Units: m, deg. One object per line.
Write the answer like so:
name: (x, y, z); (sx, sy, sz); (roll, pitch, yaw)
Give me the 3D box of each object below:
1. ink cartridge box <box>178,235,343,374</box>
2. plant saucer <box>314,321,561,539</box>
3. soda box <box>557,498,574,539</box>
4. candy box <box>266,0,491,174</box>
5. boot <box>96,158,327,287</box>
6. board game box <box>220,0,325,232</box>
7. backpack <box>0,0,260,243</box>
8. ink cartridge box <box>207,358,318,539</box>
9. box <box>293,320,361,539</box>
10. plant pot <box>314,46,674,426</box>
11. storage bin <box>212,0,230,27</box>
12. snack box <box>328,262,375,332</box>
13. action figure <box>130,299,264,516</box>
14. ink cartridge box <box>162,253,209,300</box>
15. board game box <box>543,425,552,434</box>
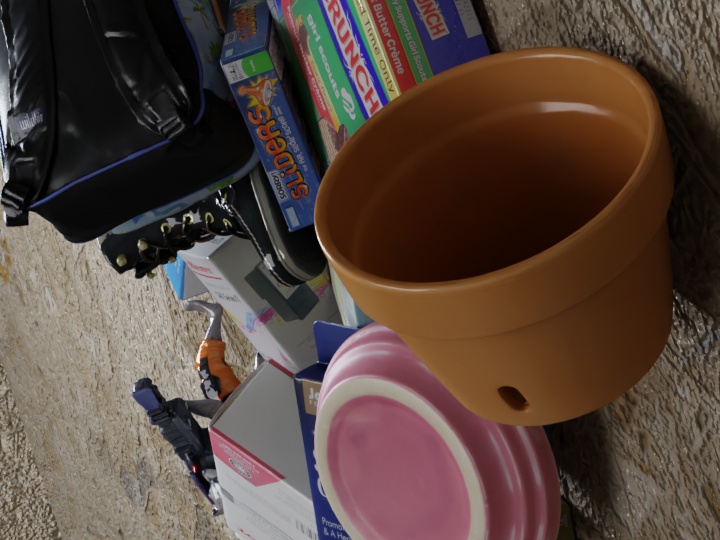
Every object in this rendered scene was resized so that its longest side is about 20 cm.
ink cartridge box: (-0.078, 0.009, 1.838); (0.200, 0.067, 0.117); (52, 168, -14)
plant saucer: (0.040, 0.131, 1.513); (0.200, 0.051, 0.201); (23, 126, 36)
soda box: (0.081, 0.167, 1.651); (0.200, 0.064, 0.068); (37, 142, 59)
candy box: (0.014, -0.145, 1.522); (0.200, 0.077, 0.170); (147, 104, -71)
boot: (-0.115, -0.031, 1.719); (0.073, 0.154, 0.204); (34, -156, -46)
board game box: (-0.057, -0.128, 1.660); (0.200, 0.034, 0.136); (-90, -20, -68)
backpack: (-0.175, -0.135, 1.662); (0.147, 0.182, 0.201); (36, -147, -59)
ink cartridge box: (-0.038, 0.179, 1.850); (0.146, 0.083, 0.200); (33, 157, 18)
box: (0.012, 0.139, 1.609); (0.121, 0.032, 0.201); (11, 116, 42)
plant pot: (0.090, -0.010, 1.282); (0.200, 0.200, 0.140); (47, 167, 52)
storage bin: (-0.158, -0.155, 1.852); (0.145, 0.200, 0.135); (-9, 113, 42)
snack box: (0.000, 0.000, 1.688); (0.200, 0.037, 0.117); (-109, 9, -62)
action figure: (-0.117, 0.118, 2.001); (0.200, 0.104, 0.194); (51, -149, -54)
ink cartridge box: (-0.140, -0.086, 1.964); (0.200, 0.116, 0.068); (61, 159, 27)
board game box: (0.089, 0.027, 1.521); (0.200, 0.045, 0.153); (109, 139, -61)
